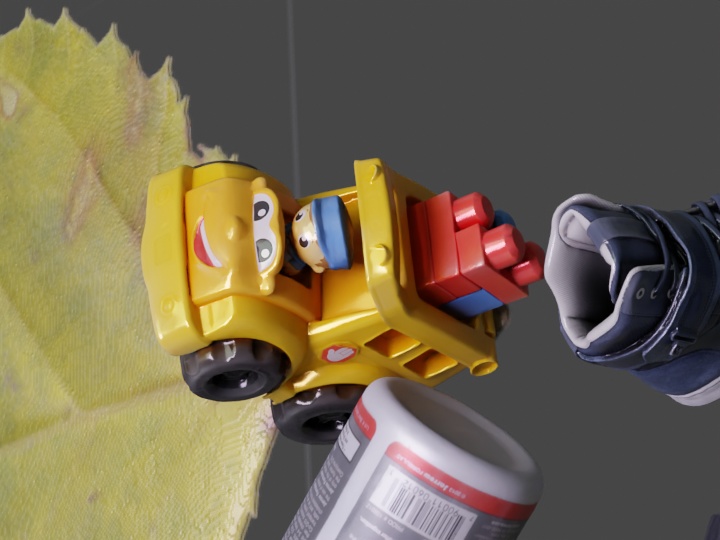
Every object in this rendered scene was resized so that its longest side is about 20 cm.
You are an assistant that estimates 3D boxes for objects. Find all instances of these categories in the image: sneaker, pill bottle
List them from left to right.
[{"bbox_3d":[0.009,0.172,1.095,0.116,0.115,0.201,41,106,45],"label":"pill bottle"},{"bbox_3d":[0.182,-0.023,0.965,0.203,0.145,0.077,-51,45,19],"label":"sneaker"}]

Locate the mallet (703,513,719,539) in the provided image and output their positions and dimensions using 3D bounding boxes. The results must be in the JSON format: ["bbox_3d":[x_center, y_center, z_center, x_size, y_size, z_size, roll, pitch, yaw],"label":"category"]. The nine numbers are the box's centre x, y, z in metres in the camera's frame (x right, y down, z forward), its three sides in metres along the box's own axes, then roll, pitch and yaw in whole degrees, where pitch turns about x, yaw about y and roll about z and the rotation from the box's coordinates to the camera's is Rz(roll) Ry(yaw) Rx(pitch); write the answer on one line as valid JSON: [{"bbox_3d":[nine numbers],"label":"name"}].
[{"bbox_3d":[0.229,0.167,0.906,0.199,0.041,0.067,16,88,56],"label":"mallet"}]

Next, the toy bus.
[{"bbox_3d":[0.000,0.000,1.113,0.191,0.199,0.137,-22,58,31],"label":"toy bus"}]
